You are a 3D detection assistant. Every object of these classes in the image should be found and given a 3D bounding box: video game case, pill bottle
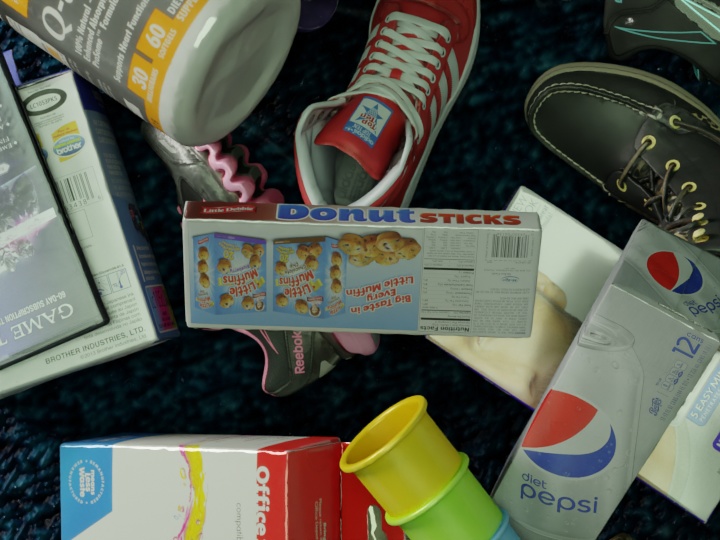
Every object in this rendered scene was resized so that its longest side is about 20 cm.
[{"bbox_3d":[-0.246,-0.036,0.886,0.142,0.019,0.202,-23,89,3],"label":"video game case"},{"bbox_3d":[-0.141,-0.168,0.882,0.199,0.116,0.117,34,90,15],"label":"pill bottle"}]

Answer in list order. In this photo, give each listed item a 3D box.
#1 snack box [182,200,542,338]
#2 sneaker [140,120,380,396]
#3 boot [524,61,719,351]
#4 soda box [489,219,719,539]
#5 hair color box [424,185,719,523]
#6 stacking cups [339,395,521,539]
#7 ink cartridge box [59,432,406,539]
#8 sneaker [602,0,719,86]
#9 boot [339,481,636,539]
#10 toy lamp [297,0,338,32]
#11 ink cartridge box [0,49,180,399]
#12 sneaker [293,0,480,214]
[{"bbox_3d":[0.000,0.000,0.870,0.198,0.024,0.072,2,121,0],"label":"snack box"},{"bbox_3d":[-0.079,-0.009,0.934,0.095,0.079,0.200,-39,87,12],"label":"sneaker"},{"bbox_3d":[0.178,-0.036,0.882,0.199,0.151,0.073,30,123,-3],"label":"boot"},{"bbox_3d":[0.132,0.074,0.836,0.063,0.068,0.201,28,131,6],"label":"soda box"},{"bbox_3d":[0.148,0.049,0.927,0.199,0.065,0.110,33,91,3],"label":"hair color box"},{"bbox_3d":[0.073,0.161,0.852,0.060,0.061,0.200,-40,102,0],"label":"stacking cups"},{"bbox_3d":[-0.075,0.156,0.890,0.198,0.067,0.117,-2,89,28],"label":"ink cartridge box"},{"bbox_3d":[0.239,-0.146,0.911,0.198,0.075,0.080,13,103,7],"label":"sneaker"},{"bbox_3d":[0.059,0.171,0.924,0.199,0.072,0.155,-31,87,4],"label":"boot"},{"bbox_3d":[-0.001,-0.170,0.879,0.058,0.199,0.059,-1,91,-37],"label":"toy lamp"},{"bbox_3d":[-0.206,-0.033,0.930,0.135,0.076,0.202,-18,90,2],"label":"ink cartridge box"},{"bbox_3d":[0.018,-0.111,0.906,0.071,0.112,0.202,17,89,11],"label":"sneaker"}]
